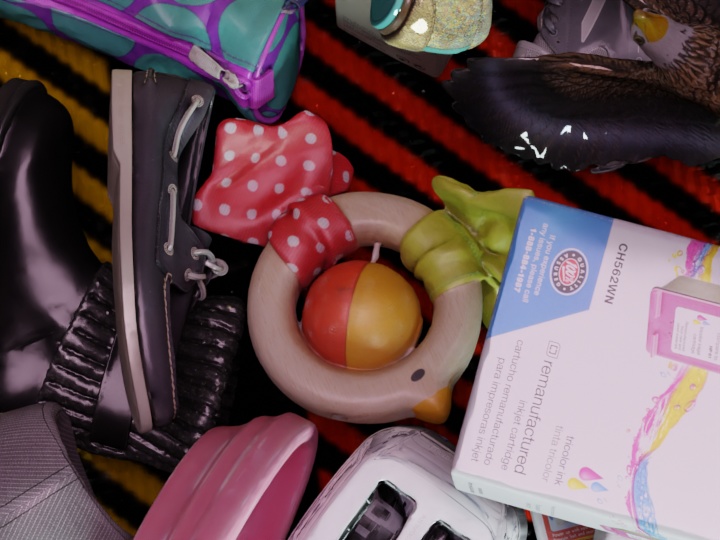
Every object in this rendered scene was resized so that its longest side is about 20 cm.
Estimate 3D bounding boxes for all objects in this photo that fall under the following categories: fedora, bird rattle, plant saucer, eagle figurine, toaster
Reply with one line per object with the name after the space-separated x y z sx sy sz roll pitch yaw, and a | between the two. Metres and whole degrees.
-0.171 0.134 1.223 0.090 0.200 0.177 -32 73 -11 | fedora
0.000 0.000 1.267 0.198 0.113 0.164 13 67 0 | bird rattle
-0.087 0.160 1.211 0.051 0.201 0.202 26 82 9 | plant saucer
0.162 -0.117 1.240 0.199 0.152 0.152 28 59 37 | eagle figurine
0.007 0.171 1.243 0.113 0.129 0.201 36 84 7 | toaster

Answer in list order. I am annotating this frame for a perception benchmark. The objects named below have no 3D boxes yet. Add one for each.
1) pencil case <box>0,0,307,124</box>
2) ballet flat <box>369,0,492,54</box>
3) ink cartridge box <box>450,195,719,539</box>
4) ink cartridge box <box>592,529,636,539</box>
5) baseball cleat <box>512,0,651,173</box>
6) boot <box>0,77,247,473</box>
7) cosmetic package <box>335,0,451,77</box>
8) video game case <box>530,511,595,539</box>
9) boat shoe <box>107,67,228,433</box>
-0.128 -0.155 1.318 0.198 0.093 0.086 20 125 6 | pencil case
0.048 -0.202 1.137 0.070 0.071 0.202 6 80 2 | ballet flat
0.158 0.061 1.145 0.198 0.085 0.146 15 81 6 | ink cartridge box
0.160 0.138 1.233 0.066 0.116 0.202 17 81 4 | ink cartridge box
0.121 -0.155 1.322 0.106 0.070 0.202 -19 80 -2 | baseball cleat
-0.138 0.004 1.296 0.156 0.079 0.213 5 92 9 | boot
0.037 -0.186 1.263 0.071 0.200 0.106 27 83 5 | cosmetic package
0.170 0.145 1.299 0.142 0.017 0.202 -13 81 -1 | video game case
-0.100 -0.014 1.232 0.062 0.073 0.202 -1 69 -10 | boat shoe
